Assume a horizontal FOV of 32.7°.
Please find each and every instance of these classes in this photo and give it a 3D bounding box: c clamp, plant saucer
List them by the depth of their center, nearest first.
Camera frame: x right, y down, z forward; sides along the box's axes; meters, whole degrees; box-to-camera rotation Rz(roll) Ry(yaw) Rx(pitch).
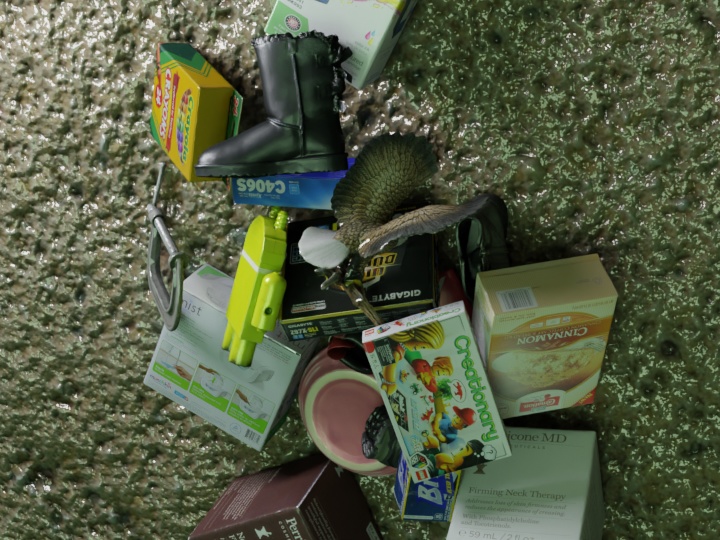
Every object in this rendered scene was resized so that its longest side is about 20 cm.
[{"bbox_3d":[-0.267,-0.023,1.660,0.027,0.201,0.172,1,124,-25],"label":"c clamp"},{"bbox_3d":[0.000,0.196,1.676,0.198,0.051,0.203,9,113,21],"label":"plant saucer"}]

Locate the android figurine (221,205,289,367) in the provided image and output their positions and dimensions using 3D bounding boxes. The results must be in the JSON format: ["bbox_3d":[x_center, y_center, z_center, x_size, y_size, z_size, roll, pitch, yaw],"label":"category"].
[{"bbox_3d":[-0.131,0.016,1.561,0.041,0.182,0.202,15,96,-17],"label":"android figurine"}]

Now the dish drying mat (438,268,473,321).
[{"bbox_3d":[0.131,0.101,1.599,0.076,0.018,0.202,-24,93,23],"label":"dish drying mat"}]

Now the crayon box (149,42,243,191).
[{"bbox_3d":[-0.211,-0.197,1.556,0.200,0.050,0.128,45,132,51],"label":"crayon box"}]

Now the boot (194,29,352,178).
[{"bbox_3d":[-0.103,-0.193,1.439,0.196,0.073,0.165,-4,95,4],"label":"boot"}]

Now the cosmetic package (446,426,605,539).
[{"bbox_3d":[0.216,0.329,1.566,0.165,0.201,0.168,1,130,18],"label":"cosmetic package"}]

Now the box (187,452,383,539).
[{"bbox_3d":[-0.104,0.385,1.756,0.198,0.164,0.167,-21,102,27],"label":"box"}]

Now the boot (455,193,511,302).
[{"bbox_3d":[0.151,0.013,1.524,0.067,0.131,0.202,-4,110,21],"label":"boot"}]

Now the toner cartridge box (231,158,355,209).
[{"bbox_3d":[-0.057,-0.114,1.575,0.198,0.095,0.044,5,113,20],"label":"toner cartridge box"}]

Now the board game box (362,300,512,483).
[{"bbox_3d":[0.092,0.146,1.449,0.125,0.035,0.202,-17,111,8],"label":"board game box"}]

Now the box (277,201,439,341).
[{"bbox_3d":[0.000,0.000,1.544,0.198,0.161,0.050,-8,140,12],"label":"box"}]

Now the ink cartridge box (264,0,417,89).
[{"bbox_3d":[-0.006,-0.344,1.467,0.145,0.088,0.201,33,117,7],"label":"ink cartridge box"}]

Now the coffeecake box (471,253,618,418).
[{"bbox_3d":[0.215,0.085,1.487,0.152,0.073,0.201,-9,137,-9],"label":"coffeecake box"}]

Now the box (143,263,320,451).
[{"bbox_3d":[-0.180,0.121,1.717,0.199,0.097,0.178,28,118,9],"label":"box"}]

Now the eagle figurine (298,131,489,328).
[{"bbox_3d":[0.032,-0.057,1.452,0.151,0.151,0.201,36,108,-7],"label":"eagle figurine"}]

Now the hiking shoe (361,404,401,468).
[{"bbox_3d":[0.088,0.174,1.595,0.100,0.076,0.201,31,103,-24],"label":"hiking shoe"}]

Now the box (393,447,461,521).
[{"bbox_3d":[0.092,0.212,1.535,0.069,0.064,0.202,5,110,-11],"label":"box"}]

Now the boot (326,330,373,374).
[{"bbox_3d":[-0.022,0.043,1.581,0.200,0.144,0.073,42,135,19],"label":"boot"}]
